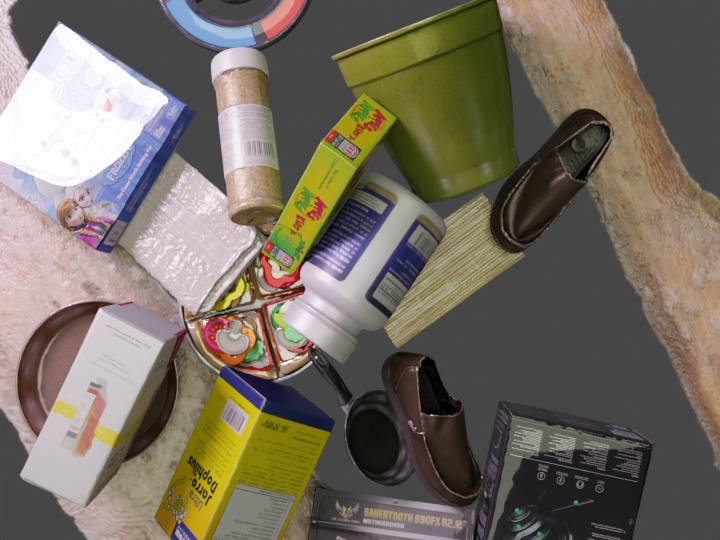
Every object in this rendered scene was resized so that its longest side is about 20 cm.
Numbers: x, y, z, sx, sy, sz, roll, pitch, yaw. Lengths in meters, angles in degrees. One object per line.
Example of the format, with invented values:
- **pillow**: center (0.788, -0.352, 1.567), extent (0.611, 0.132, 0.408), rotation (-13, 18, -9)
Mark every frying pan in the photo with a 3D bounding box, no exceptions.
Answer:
- **frying pan**: center (-0.005, 0.183, 1.108), extent (0.189, 0.031, 0.116), rotation (31, 54, -24)

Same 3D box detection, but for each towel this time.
- **towel**: center (-0.219, -0.053, 1.128), extent (0.200, 0.034, 0.133), rotation (40, 91, 11)

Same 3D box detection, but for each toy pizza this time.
- **toy pizza**: center (-0.125, 0.040, 1.146), extent (0.198, 0.032, 0.203), rotation (0, 91, 0)

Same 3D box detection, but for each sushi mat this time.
- **sushi mat**: center (0.099, 0.000, 1.154), extent (0.199, 0.012, 0.096), rotation (-36, 90, 1)

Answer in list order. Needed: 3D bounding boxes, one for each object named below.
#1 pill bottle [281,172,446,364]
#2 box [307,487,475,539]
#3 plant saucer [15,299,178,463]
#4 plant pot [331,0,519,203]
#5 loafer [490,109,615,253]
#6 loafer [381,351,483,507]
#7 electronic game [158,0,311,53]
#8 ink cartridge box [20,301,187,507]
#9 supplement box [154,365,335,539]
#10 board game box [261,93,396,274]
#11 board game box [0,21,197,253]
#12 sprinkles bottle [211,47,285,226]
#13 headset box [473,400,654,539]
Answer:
- **pill bottle**: center (0.000, 0.000, 1.092), extent (0.119, 0.120, 0.201), rotation (35, 84, 0)
- **box**: center (0.031, 0.353, 1.115), extent (0.197, 0.048, 0.160), rotation (7, 67, 0)
- **plant saucer**: center (-0.317, 0.136, 1.148), extent (0.198, 0.034, 0.203), rotation (0, 91, 1)
- **plant pot**: center (0.092, -0.187, 1.074), extent (0.198, 0.200, 0.195), rotation (-20, 102, 1)
- **loafer**: center (0.226, -0.110, 1.110), extent (0.073, 0.071, 0.201), rotation (35, 90, -7)
- **loafer**: center (0.091, 0.187, 1.116), extent (0.073, 0.071, 0.201), rotation (-28, 90, -38)
- **electronic game**: center (-0.152, -0.362, 1.135), extent (0.197, 0.042, 0.203), rotation (0, 91, 0)
- **ink cartridge box**: center (-0.284, 0.145, 1.060), extent (0.083, 0.145, 0.202), rotation (27, 91, -2)
- **supplement box**: center (-0.136, 0.232, 1.092), extent (0.108, 0.109, 0.202), rotation (25, 91, -38)
- **board game box**: center (-0.038, -0.092, 1.052), extent (0.047, 0.200, 0.102), rotation (36, 49, 0)
- **board game box**: center (-0.329, -0.158, 1.120), extent (0.198, 0.043, 0.201), rotation (33, 91, 12)
- **sprinkles bottle**: center (-0.132, -0.156, 1.098), extent (0.067, 0.068, 0.202), rotation (-8, 74, 0)
- **headset box**: center (0.233, 0.276, 1.118), extent (0.172, 0.093, 0.202), rotation (11, 91, 0)
